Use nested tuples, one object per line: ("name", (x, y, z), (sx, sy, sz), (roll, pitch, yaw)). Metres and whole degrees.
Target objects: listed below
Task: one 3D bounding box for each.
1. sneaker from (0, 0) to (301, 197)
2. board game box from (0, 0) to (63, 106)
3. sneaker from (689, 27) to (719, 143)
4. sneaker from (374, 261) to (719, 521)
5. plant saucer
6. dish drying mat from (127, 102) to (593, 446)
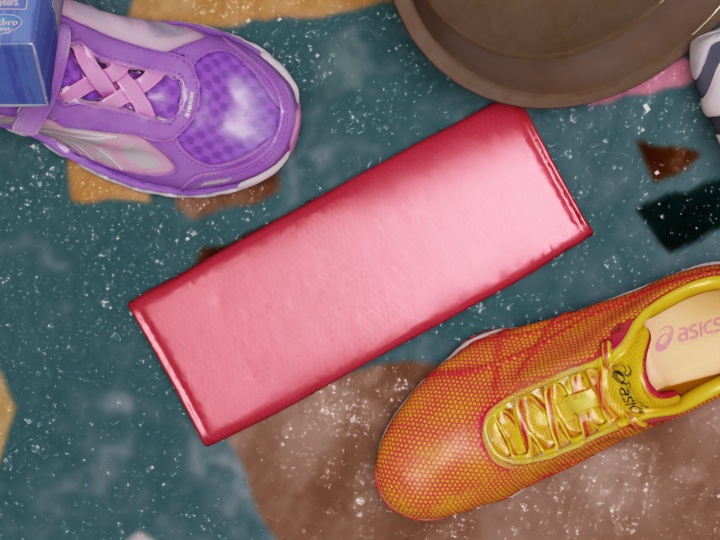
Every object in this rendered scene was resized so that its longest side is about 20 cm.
("sneaker", (-0.125, -0.084, 0.890), (0.200, 0.088, 0.081), (17, 92, 0))
("board game box", (-0.220, -0.157, 0.859), (0.200, 0.043, 0.199), (0, 54, 2))
("sneaker", (0.253, -0.068, 0.882), (0.199, 0.079, 0.130), (-18, 97, -1))
("sneaker", (0.094, 0.049, 0.893), (0.200, 0.077, 0.073), (-29, 93, 5))
("plant saucer", (0.093, -0.164, 0.859), (0.200, 0.029, 0.200), (-13, 122, -23))
("dish drying mat", (0.000, 0.000, 0.924), (0.200, 0.018, 0.077), (-29, 90, 4))
